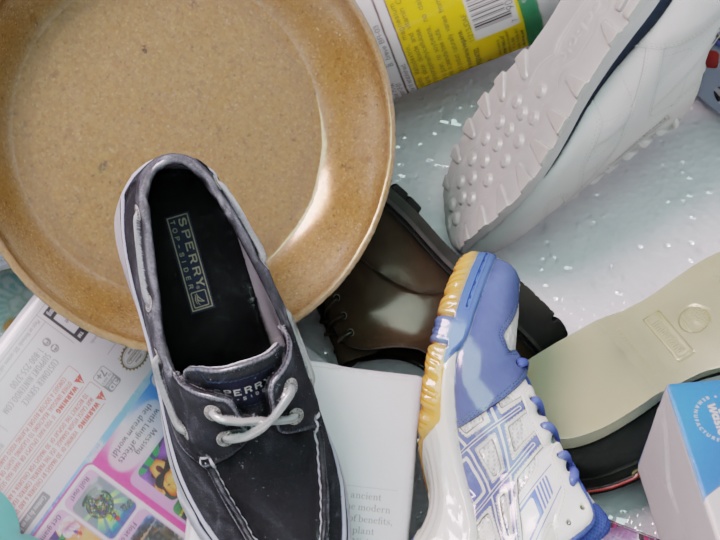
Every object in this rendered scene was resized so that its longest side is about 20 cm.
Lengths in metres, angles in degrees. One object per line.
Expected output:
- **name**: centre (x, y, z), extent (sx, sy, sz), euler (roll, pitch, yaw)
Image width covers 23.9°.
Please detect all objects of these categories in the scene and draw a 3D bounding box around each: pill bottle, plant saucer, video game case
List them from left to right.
- **video game case**: centre (-0.108, 0.098, 0.816), extent (0.182, 0.024, 0.201), euler (37, 76, -3)
- **plant saucer**: centre (-0.082, -0.063, 0.764), extent (0.198, 0.035, 0.202), euler (1, 88, -21)
- **pill bottle**: centre (-0.003, -0.140, 0.871), extent (0.199, 0.113, 0.114), euler (-22, 69, 4)

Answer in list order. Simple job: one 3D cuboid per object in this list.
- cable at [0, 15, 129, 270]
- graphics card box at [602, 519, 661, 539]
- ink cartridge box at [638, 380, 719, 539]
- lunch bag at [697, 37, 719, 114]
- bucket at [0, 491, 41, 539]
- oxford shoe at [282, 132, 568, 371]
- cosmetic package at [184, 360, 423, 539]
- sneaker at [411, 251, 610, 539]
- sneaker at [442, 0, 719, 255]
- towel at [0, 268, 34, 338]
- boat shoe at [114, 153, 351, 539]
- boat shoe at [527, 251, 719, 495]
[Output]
- **cable**: centre (-0.194, -0.092, 0.832), extent (0.199, 0.069, 0.201), euler (-33, 69, 6)
- **graphics card box**: centre (0.125, 0.187, 0.777), extent (0.199, 0.051, 0.126), euler (21, 72, 11)
- **ink cartridge box**: centre (0.237, 0.106, 0.753), extent (0.198, 0.068, 0.117), euler (-4, 50, -10)
- **lunch bag**: centre (0.262, -0.126, 0.869), extent (0.200, 0.076, 0.160), euler (38, 75, 17)
- **bucket**: centre (-0.227, 0.185, 0.721), extent (0.205, 0.135, 0.209), euler (1, 100, 6)
- **oxford shoe**: centre (0.000, 0.000, 0.831), extent (0.200, 0.073, 0.085), euler (39, 82, 4)
- **cosmetic package**: centre (-0.033, 0.145, 0.771), extent (0.100, 0.071, 0.202), euler (7, 79, -5)
- **sneaker**: centre (0.068, 0.092, 0.756), extent (0.087, 0.075, 0.202), euler (3, 78, 9)
- **sneaker**: centre (0.115, -0.077, 0.835), extent (0.200, 0.080, 0.077), euler (-51, 39, 28)
- **towel**: centre (-0.200, -0.023, 0.883), extent (0.198, 0.048, 0.173), euler (13, 71, 10)
- **boat shoe**: centre (-0.051, 0.047, 0.709), extent (0.071, 0.068, 0.202), euler (-16, 90, -11)
- **boat shoe**: centre (0.167, 0.044, 0.822), extent (0.200, 0.063, 0.074), euler (-24, 49, -4)
